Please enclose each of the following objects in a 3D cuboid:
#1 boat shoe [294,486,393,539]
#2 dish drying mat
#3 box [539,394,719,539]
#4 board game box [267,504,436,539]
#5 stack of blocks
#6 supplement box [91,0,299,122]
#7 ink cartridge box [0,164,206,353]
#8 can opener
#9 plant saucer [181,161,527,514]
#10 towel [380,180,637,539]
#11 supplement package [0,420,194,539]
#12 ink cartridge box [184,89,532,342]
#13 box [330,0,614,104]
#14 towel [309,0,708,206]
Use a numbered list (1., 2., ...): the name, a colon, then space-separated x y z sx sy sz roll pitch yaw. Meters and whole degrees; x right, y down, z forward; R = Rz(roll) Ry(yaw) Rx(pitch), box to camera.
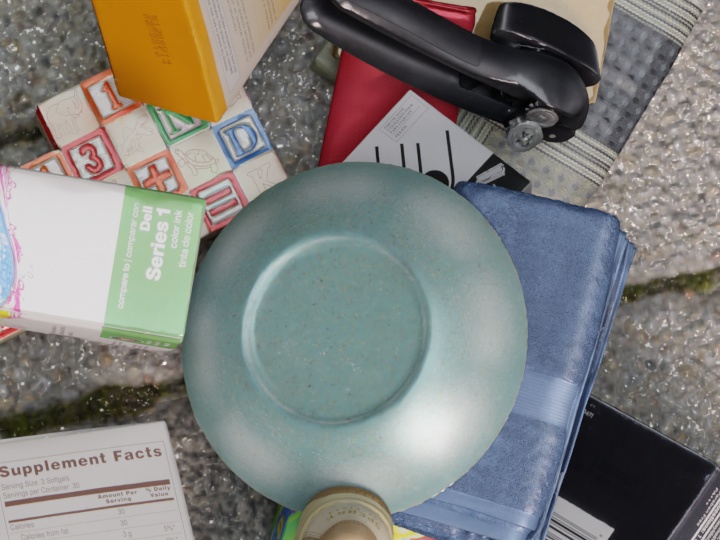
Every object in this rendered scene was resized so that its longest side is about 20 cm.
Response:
1. boat shoe: -0.020 0.220 1.610 0.071 0.065 0.200 4 113 -1
2. dish drying mat: 0.014 -0.067 1.762 0.077 0.018 0.200 10 104 -7
3. box: 0.151 0.212 1.690 0.200 0.123 0.198 -53 135 -8
4. board game box: -0.012 0.197 1.726 0.103 0.105 0.200 17 83 -4
5. stack of blocks: -0.155 -0.051 1.749 0.200 0.059 0.115 -28 89 -8
6. supplement box: -0.077 -0.203 1.696 0.073 0.126 0.200 17 56 23
7. ink cartridge box: -0.193 -0.012 1.639 0.200 0.145 0.084 10 85 -6
8. can opener: 0.052 -0.124 1.711 0.200 0.063 0.079 16 49 -27
9. plant saucer: -0.009 0.035 1.616 0.201 0.039 0.201 -2 81 14
10. towel: 0.075 0.055 1.636 0.112 0.049 0.200 16 86 16
11. supplement package: -0.154 0.202 1.663 0.117 0.117 0.200 -7 66 -20
12. ink cartridge box: 0.000 0.000 1.691 0.094 0.044 0.200 38 75 17
13. box: 0.080 -0.211 1.765 0.163 0.021 0.200 10 95 -6
14. towel: 0.095 -0.157 1.805 0.200 0.035 0.193 31 86 -6
